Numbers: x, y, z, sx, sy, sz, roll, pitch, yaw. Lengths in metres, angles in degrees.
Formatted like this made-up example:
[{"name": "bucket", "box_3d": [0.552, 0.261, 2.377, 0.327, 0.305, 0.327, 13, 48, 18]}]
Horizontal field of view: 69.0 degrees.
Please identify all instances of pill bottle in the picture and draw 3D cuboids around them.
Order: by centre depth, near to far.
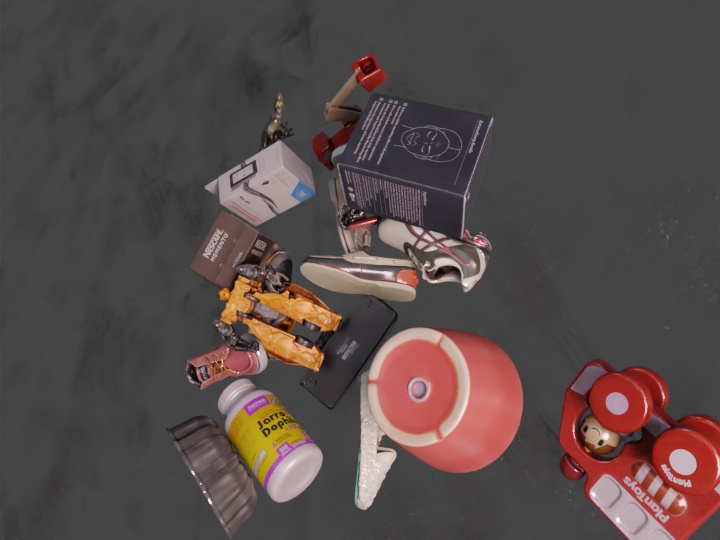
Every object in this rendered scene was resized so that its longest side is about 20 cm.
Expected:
[{"name": "pill bottle", "box_3d": [-0.158, 0.273, 0.872, 0.199, 0.104, 0.105, 38, 92, 34]}]

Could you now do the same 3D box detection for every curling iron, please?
[{"name": "curling iron", "box_3d": [0.054, -0.104, 0.887, 0.194, 0.026, 0.051, -8, 99, 1]}]

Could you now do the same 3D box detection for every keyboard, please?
[{"name": "keyboard", "box_3d": [-0.026, 0.127, 0.899, 0.103, 0.040, 0.202, 37, 92, 11]}]

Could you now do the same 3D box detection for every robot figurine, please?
[{"name": "robot figurine", "box_3d": [-0.138, 0.077, 0.848, 0.196, 0.058, 0.148, 26, 90, -6]}]

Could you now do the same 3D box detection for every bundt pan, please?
[{"name": "bundt pan", "box_3d": [-0.237, 0.326, 0.862, 0.075, 0.205, 0.201, -31, 51, -25]}]

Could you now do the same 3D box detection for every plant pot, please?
[{"name": "plant pot", "box_3d": [0.107, 0.168, 0.711, 0.196, 0.177, 0.206, -10, 68, 26]}]

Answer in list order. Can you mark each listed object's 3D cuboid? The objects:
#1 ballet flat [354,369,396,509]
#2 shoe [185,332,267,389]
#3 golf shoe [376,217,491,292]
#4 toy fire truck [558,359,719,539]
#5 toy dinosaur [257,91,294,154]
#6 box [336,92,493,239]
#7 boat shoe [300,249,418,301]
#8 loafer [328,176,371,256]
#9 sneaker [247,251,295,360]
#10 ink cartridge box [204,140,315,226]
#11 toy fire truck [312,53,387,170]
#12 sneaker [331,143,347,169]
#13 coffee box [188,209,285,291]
[{"name": "ballet flat", "box_3d": [0.025, 0.254, 0.797, 0.070, 0.071, 0.206, -8, 69, 27]}, {"name": "shoe", "box_3d": [-0.241, 0.167, 0.923, 0.198, 0.090, 0.073, -18, 97, 53]}, {"name": "golf shoe", "box_3d": [0.103, -0.034, 0.824, 0.196, 0.078, 0.089, 17, 63, 27]}, {"name": "toy fire truck", "box_3d": [0.321, 0.217, 0.620, 0.200, 0.111, 0.170, 44, 115, 35]}, {"name": "toy dinosaur", "box_3d": [-0.194, -0.283, 1.130, 0.087, 0.047, 0.204, 23, 85, 49]}, {"name": "box", "box_3d": [0.085, -0.161, 0.796, 0.195, 0.108, 0.151, 17, 65, 18]}, {"name": "boat shoe", "box_3d": [0.000, 0.000, 0.861, 0.194, 0.072, 0.064, 10, 64, -1]}, {"name": "loafer", "box_3d": [-0.009, -0.094, 0.941, 0.062, 0.072, 0.204, -23, 59, 14]}, {"name": "sneaker", "box_3d": [-0.149, 0.068, 0.963, 0.075, 0.078, 0.206, 8, 86, 30]}, {"name": "ink cartridge box", "box_3d": [-0.202, -0.160, 1.046, 0.196, 0.116, 0.069, -24, 60, 21]}, {"name": "toy fire truck", "box_3d": [-0.022, -0.285, 0.970, 0.198, 0.140, 0.050, -34, 59, 15]}, {"name": "sneaker", "box_3d": [0.039, -0.237, 0.968, 0.195, 0.073, 0.073, -10, 58, 17]}, {"name": "coffee box", "box_3d": [-0.215, -0.025, 0.948, 0.079, 0.200, 0.115, 30, 87, 6]}]
